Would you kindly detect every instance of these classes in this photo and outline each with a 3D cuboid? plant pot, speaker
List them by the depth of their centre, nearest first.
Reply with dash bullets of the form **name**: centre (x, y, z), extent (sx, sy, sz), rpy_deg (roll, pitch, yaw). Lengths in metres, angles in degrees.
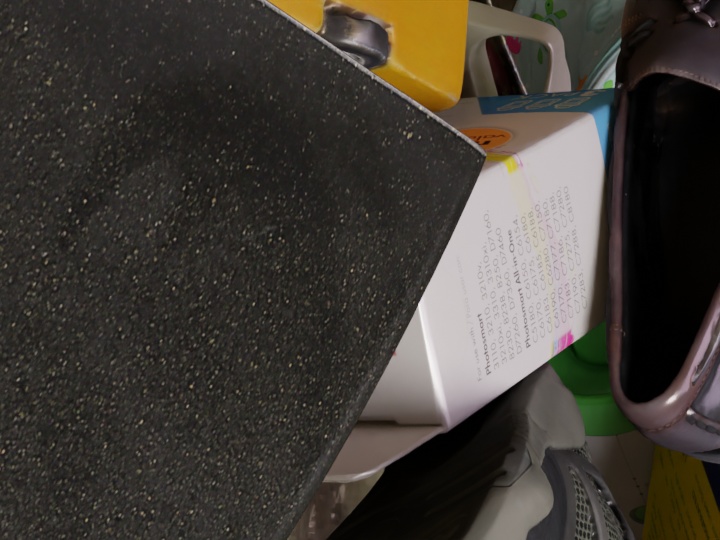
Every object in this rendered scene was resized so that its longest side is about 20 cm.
- **plant pot**: centre (-0.121, 0.015, 0.563), extent (0.200, 0.199, 0.178), rpy_deg (27, 76, -54)
- **speaker**: centre (0.114, 0.068, 0.984), extent (0.200, 0.088, 0.089), rpy_deg (61, 39, -53)

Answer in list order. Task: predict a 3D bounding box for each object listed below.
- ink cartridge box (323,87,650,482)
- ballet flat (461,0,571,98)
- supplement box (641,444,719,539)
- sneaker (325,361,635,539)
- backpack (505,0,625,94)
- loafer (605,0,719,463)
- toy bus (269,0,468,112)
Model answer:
- **ink cartridge box**: centre (0.000, 0.000, 0.779), extent (0.200, 0.115, 0.068), rpy_deg (-30, 113, -55)
- **ballet flat**: centre (0.034, -0.087, 0.880), extent (0.069, 0.071, 0.200), rpy_deg (-52, 130, -45)
- **supplement box**: centre (0.160, 0.121, 0.883), extent (0.109, 0.109, 0.200), rpy_deg (-100, -170, -51)
- **sneaker**: centre (0.044, 0.101, 0.715), extent (0.114, 0.076, 0.199), rpy_deg (60, 15, -3)
- **backpack**: centre (0.161, -0.065, 1.006), extent (0.200, 0.177, 0.151), rpy_deg (46, 15, -39)
- **loafer**: centre (0.110, -0.042, 0.787), extent (0.063, 0.072, 0.200), rpy_deg (15, 77, -54)
- **toy bus**: centre (-0.048, -0.099, 0.746), extent (0.200, 0.078, 0.065), rpy_deg (17, 73, -45)
